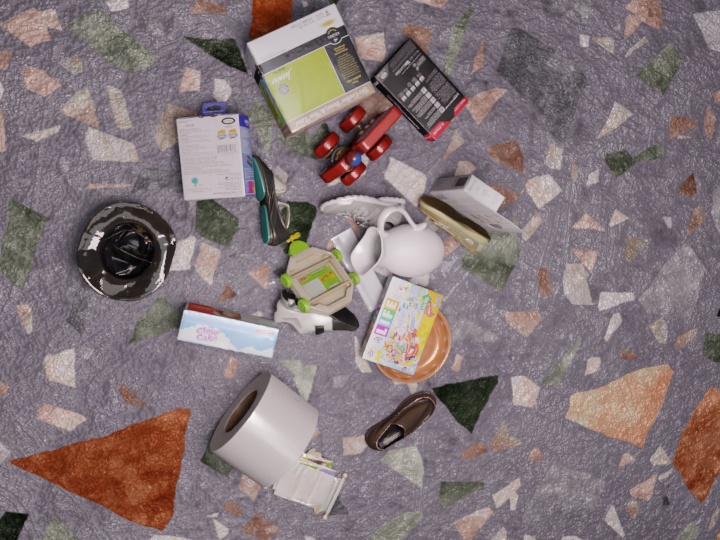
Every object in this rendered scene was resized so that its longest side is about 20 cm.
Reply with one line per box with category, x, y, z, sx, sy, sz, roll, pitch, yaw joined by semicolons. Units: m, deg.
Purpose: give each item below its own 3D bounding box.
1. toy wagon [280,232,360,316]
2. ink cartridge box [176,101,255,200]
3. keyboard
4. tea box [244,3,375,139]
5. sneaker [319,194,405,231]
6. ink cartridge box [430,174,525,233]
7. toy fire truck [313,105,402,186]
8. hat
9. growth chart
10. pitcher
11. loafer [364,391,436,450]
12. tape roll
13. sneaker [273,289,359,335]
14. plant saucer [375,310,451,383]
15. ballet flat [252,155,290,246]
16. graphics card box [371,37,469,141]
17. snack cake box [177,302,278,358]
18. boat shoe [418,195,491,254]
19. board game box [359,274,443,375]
toy wagon;-0.102;0.004;1.312;0.155;0.040;0.200;-27;73;-33
ink cartridge box;-0.299;-0.250;1.226;0.136;0.076;0.200;-3;99;6
keyboard;0.000;0.000;1.381;0.056;0.011;0.200;-31;103;-14
tea box;-0.108;-0.411;1.241;0.200;0.134;0.197;-28;101;-9
sneaker;0.007;-0.128;1.331;0.200;0.075;0.082;0;95;-14
ink cartridge box;0.267;-0.149;1.328;0.173;0.200;0.044;30;88;-15
toy fire truck;-0.007;-0.268;1.264;0.200;0.168;0.112;-46;104;-5
hat;-0.483;-0.039;1.224;0.200;0.081;0.201;-1;92;-21
growth chart;-0.129;0.493;1.402;0.200;0.018;0.145;31;88;-15
pitcher;0.098;-0.065;1.306;0.200;0.121;0.172;0;130;-37
loafer;0.106;0.371;1.416;0.200;0.071;0.073;-38;103;-7
tape roll;-0.206;0.340;1.271;0.139;0.203;0.203;42;86;-14
sneaker;-0.103;0.110;1.342;0.200;0.074;0.089;20;118;-18
plant saucer;0.119;0.169;1.414;0.200;0.037;0.201;-2;97;-14
ballet flat;-0.194;-0.152;1.285;0.068;0.068;0.200;-10;90;-31
graphics card box;0.135;-0.408;1.343;0.200;0.051;0.126;42;86;-16
snack cake box;-0.284;0.127;1.271;0.200;0.115;0.067;14;93;-14
boat shoe;0.213;-0.105;1.392;0.200;0.073;0.063;27;120;-20
board game box;0.095;0.126;1.366;0.134;0.034;0.200;20;91;-14
